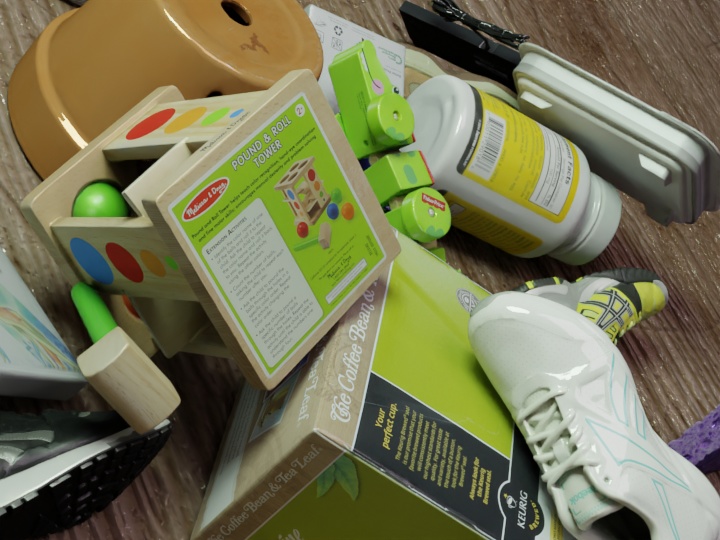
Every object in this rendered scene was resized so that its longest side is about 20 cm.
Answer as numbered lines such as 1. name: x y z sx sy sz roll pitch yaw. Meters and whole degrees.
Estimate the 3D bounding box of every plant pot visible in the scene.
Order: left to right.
1. plant pot: -0.118 -0.130 0.872 0.200 0.140 0.200 27 37 -23

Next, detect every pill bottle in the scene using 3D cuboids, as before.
1. pill bottle: 0.125 -0.077 1.089 0.200 0.111 0.112 25 39 -29

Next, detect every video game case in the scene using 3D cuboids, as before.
1. video game case: -0.234 -0.014 0.653 0.182 0.022 0.200 53 5 14

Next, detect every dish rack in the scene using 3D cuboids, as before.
1. dish rack: 0.218 -0.110 1.120 0.200 0.044 0.172 34 -6 22

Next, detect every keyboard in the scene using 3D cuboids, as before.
1. keyboard: 0.122 -0.204 1.182 0.200 0.021 0.127 28 -9 20

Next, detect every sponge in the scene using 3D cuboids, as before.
1. sponge: 0.334 0.132 1.090 0.200 0.112 0.030 -5 55 -48

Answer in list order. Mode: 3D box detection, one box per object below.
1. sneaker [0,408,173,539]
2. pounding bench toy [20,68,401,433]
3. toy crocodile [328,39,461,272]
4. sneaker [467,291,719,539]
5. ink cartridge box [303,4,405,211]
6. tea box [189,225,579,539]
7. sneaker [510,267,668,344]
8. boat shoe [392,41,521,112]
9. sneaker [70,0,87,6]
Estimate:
1. sneaker: -0.183 0.089 0.643 0.088 0.076 0.200 49 34 16
2. pounding bench toy: -0.112 -0.003 0.714 0.200 0.156 0.124 -47 122 -32
3. toy crocodile: 0.025 -0.074 0.959 0.062 0.067 0.201 -16 84 -44
4. sneaker: 0.129 0.097 0.720 0.200 0.070 0.080 50 37 3
5. ink cartridge box: -0.015 -0.103 1.007 0.099 0.039 0.201 20 60 -32
6. tea box: 0.029 0.108 0.784 0.197 0.134 0.200 35 36 -15
7. sneaker: 0.189 0.047 1.075 0.200 0.075 0.077 -9 68 -38
8. boat shoe: 0.076 -0.138 1.157 0.200 0.072 0.076 14 71 -38
9. sneaker: -0.148 -0.241 1.010 0.200 0.078 0.112 23 41 -29
